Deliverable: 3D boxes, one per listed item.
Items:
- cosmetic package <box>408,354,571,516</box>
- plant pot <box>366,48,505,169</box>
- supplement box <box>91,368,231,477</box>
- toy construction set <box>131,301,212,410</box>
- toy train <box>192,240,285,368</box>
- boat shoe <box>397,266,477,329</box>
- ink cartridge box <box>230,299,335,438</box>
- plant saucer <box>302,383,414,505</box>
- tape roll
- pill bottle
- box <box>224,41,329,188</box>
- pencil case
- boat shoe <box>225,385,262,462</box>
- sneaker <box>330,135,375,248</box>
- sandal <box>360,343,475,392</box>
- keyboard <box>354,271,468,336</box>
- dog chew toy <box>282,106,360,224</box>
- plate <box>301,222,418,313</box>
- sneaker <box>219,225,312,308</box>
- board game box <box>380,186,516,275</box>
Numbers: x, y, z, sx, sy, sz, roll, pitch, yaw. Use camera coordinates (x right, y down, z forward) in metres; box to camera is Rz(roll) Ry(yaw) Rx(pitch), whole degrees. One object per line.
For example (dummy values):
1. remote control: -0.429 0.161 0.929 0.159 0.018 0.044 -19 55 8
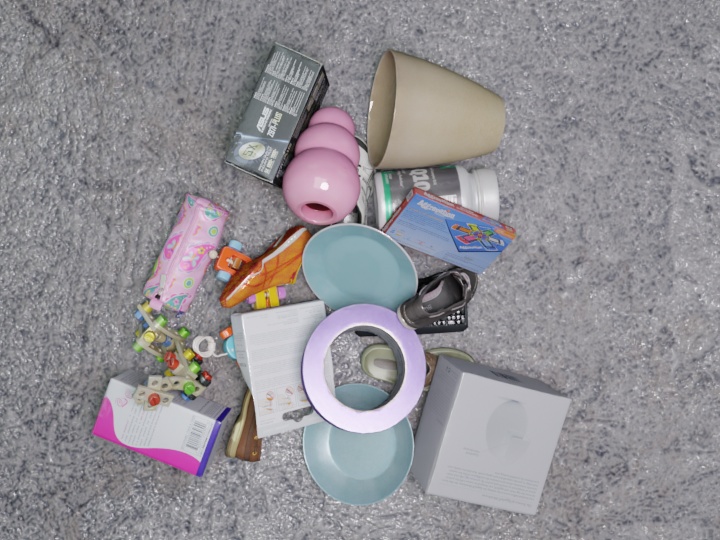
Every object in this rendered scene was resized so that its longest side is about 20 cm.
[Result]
1. cosmetic package: 0.206 0.267 1.297 0.197 0.123 0.203 16 94 -15
2. plant pot: 0.127 -0.250 1.288 0.197 0.187 0.190 4 92 -12
3. supplement box: -0.334 0.255 1.346 0.198 0.103 0.102 22 94 0
4. toy construction set: -0.319 0.150 1.310 0.092 0.201 0.131 -35 128 14
5. toy train: -0.211 0.061 1.339 0.149 0.055 0.203 21 73 -21
6. boat shoe: 0.141 0.039 1.288 0.199 0.057 0.067 -28 86 -41
7. ink cartridge box: -0.124 0.159 1.319 0.158 0.047 0.203 -8 92 -35
8. plant saucer: -0.001 0.294 1.354 0.198 0.039 0.204 -2 85 17
9. tape roll: 0.003 0.159 1.276 0.197 0.085 0.203 1 81 -6
10. pill bottle: 0.123 -0.113 1.311 0.197 0.113 0.115 -5 92 -3
11. box: -0.131 -0.244 1.290 0.085 0.164 0.202 24 93 0
12. pencil case: -0.296 -0.027 1.343 0.087 0.087 0.202 26 92 1
13. boat shoe: -0.171 0.234 1.360 0.067 0.072 0.203 19 98 -5
14. sneaker: -0.013 -0.129 1.329 0.074 0.088 0.203 1 91 3
15. sandal: 0.098 0.171 1.352 0.198 0.057 0.081 4 92 2
16. keyboard: 0.085 0.060 1.358 0.197 0.040 0.106 -4 93 1
17. dog chew toy: -0.055 -0.175 1.262 0.123 0.125 0.202 7 61 1
18. plate: 0.000 0.000 1.305 0.197 0.026 0.202 10 130 11
19. sneaker: -0.146 0.005 1.312 0.199 0.073 0.078 -38 108 -24
20. board game box: 0.142 -0.061 1.271 0.198 0.020 0.103 20 132 -24
